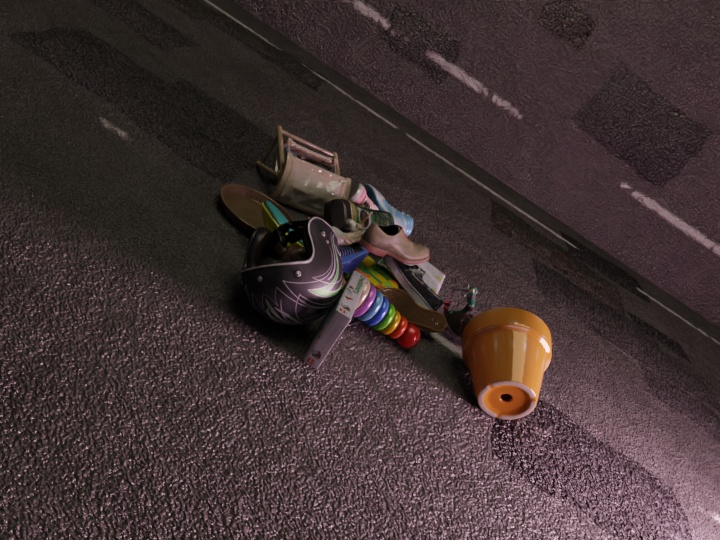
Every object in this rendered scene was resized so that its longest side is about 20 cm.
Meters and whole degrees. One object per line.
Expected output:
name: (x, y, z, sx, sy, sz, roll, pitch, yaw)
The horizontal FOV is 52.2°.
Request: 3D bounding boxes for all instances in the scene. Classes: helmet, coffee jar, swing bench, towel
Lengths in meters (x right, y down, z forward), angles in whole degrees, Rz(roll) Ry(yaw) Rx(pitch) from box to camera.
helmet: (-0.127, 0.009, 1.381, 0.200, 0.200, 0.191, 24, 56, -23)
coffee jar: (-0.005, -0.119, 1.909, 0.200, 0.085, 0.105, 13, 66, -42)
swing bench: (-0.145, -0.250, 1.939, 0.198, 0.130, 0.200, 19, 28, -33)
towel: (0.134, 0.004, 1.933, 0.171, 0.048, 0.200, 38, 23, 0)

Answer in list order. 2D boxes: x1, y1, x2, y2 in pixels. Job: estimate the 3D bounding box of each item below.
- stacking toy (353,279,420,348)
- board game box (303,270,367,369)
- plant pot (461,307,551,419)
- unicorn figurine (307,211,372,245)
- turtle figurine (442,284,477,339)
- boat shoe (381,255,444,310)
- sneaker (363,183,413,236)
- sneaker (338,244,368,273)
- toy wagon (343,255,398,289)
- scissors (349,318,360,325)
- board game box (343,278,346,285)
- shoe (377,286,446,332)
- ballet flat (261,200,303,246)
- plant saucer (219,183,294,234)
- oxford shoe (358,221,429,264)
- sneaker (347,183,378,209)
stacking toy: (0.050, 0.101, 1.578, 0.200, 0.085, 0.085, 39, 19, -25)
board game box: (-0.046, 0.090, 1.412, 0.035, 0.126, 0.200, 32, 23, -4)
plant pot: (0.320, 0.215, 1.609, 0.200, 0.200, 0.184, 29, 38, -14)
unicorn figurine: (-0.074, -0.085, 1.765, 0.137, 0.074, 0.200, 22, 42, 8)
turtle figurine: (0.270, 0.129, 1.786, 0.101, 0.150, 0.200, -28, 40, -30)
boat shoe: (0.128, 0.018, 1.796, 0.200, 0.068, 0.072, 51, 1, -1)
sneaker: (0.079, -0.167, 2.152, 0.130, 0.080, 0.200, 6, 45, -45)
sneaker: (-0.052, -0.034, 1.631, 0.078, 0.070, 0.200, 45, 24, 12)
toy wagon: (0.000, 0.000, 1.762, 0.200, 0.040, 0.155, 41, 23, 14)
scissors: (0.013, 0.098, 1.627, 0.200, 0.014, 0.073, 2, 42, -51)
board game box: (-0.119, 0.010, 1.587, 0.200, 0.035, 0.136, 15, 30, -39)
shoe: (0.108, 0.097, 1.692, 0.200, 0.053, 0.070, 28, 66, -25)
ballet flat: (-0.159, -0.064, 1.544, 0.200, 0.067, 0.067, 45, 9, 22)
plant saucer: (-0.240, -0.130, 1.706, 0.200, 0.030, 0.200, 29, 23, -14)
oxford shoe: (0.095, -0.066, 1.750, 0.199, 0.075, 0.070, 10, 27, -37)
sneaker: (0.009, -0.174, 2.011, 0.105, 0.075, 0.200, 39, -5, -4)
